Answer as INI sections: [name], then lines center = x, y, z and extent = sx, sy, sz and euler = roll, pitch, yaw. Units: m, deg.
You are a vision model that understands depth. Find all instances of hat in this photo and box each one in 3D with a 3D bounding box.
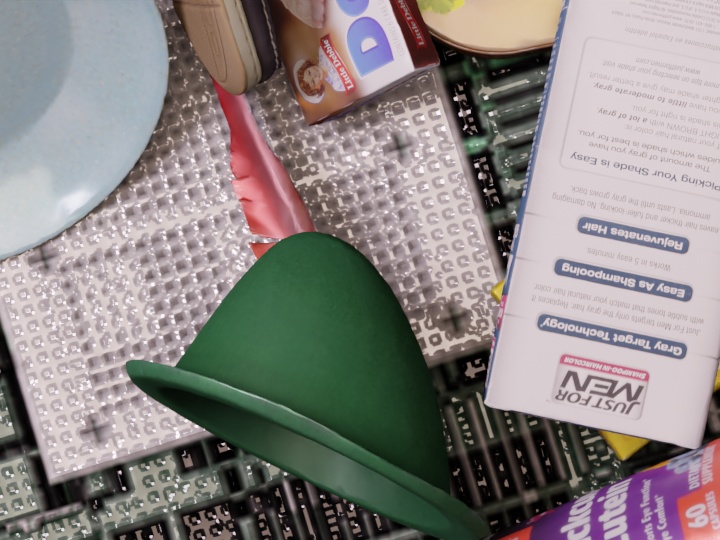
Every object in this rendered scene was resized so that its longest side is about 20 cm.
[hat]
center = 0.000, 0.000, 1.177
extent = 0.200, 0.166, 0.176
euler = 27, 78, -10

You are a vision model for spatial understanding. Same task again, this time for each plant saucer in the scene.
[plant saucer]
center = -0.187, -0.088, 1.198
extent = 0.201, 0.201, 0.039
euler = -28, 43, 1

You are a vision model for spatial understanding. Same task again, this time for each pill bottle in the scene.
[pill bottle]
center = 0.110, 0.153, 1.161
extent = 0.200, 0.111, 0.111
euler = -26, 86, 22

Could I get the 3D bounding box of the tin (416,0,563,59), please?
[tin]
center = 0.108, -0.161, 1.235
extent = 0.200, 0.042, 0.112
euler = -11, 82, 2

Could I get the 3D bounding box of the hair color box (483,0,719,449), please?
[hair color box]
center = 0.122, -0.028, 1.185
extent = 0.100, 0.061, 0.200
euler = 12, 91, 1

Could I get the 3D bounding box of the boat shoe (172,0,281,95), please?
[boat shoe]
center = -0.065, -0.181, 1.195
extent = 0.065, 0.072, 0.200
euler = -19, 93, -21

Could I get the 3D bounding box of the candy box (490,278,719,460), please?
[candy box]
center = 0.169, -0.012, 1.229
extent = 0.200, 0.026, 0.102
euler = -38, 89, 0

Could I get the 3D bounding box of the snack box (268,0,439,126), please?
[snack box]
center = -0.030, -0.172, 1.230
extent = 0.072, 0.024, 0.200
euler = -25, 85, 38
